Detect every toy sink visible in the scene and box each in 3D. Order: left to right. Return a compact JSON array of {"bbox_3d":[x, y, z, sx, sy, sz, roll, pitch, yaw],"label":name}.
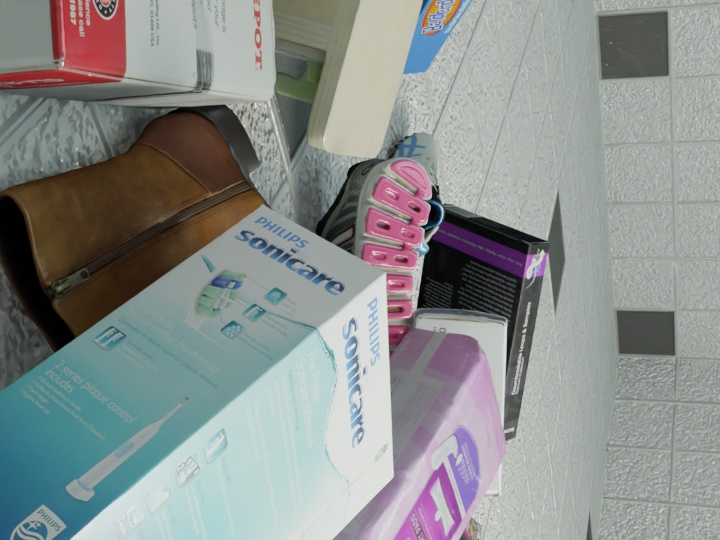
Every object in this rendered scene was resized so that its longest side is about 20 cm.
[{"bbox_3d":[-0.027,-0.188,0.667,0.130,0.110,0.204,-13,120,-72],"label":"toy sink"}]

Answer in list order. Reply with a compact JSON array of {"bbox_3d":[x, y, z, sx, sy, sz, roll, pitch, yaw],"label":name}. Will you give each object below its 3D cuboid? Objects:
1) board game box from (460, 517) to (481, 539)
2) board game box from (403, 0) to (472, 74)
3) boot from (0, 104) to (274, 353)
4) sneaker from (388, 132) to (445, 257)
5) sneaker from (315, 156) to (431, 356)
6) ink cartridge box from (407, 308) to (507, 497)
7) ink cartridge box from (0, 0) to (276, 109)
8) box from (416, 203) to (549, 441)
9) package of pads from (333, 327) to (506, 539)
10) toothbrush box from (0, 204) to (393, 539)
[{"bbox_3d":[0.041,0.316,0.937,0.160,0.095,0.204,50,44,-61],"label":"board game box"},{"bbox_3d":[0.047,-0.269,0.807,0.200,0.044,0.155,131,-52,-66],"label":"board game box"},{"bbox_3d":[-0.083,0.012,0.550,0.191,0.067,0.200,66,25,-14],"label":"boot"},{"bbox_3d":[0.055,-0.070,1.009,0.201,0.071,0.073,-68,150,-50],"label":"sneaker"},{"bbox_3d":[0.000,0.000,0.840,0.087,0.072,0.204,39,-61,61],"label":"sneaker"},{"bbox_3d":[0.065,0.119,0.910,0.200,0.083,0.149,121,-27,-79],"label":"ink cartridge box"},{"bbox_3d":[-0.117,-0.156,0.486,0.200,0.082,0.147,-14,103,-69],"label":"ink cartridge box"},{"bbox_3d":[0.111,0.050,1.025,0.036,0.142,0.204,-3,109,-38],"label":"box"},{"bbox_3d":[0.027,0.149,0.704,0.201,0.075,0.122,-53,137,-33],"label":"package of pads"},{"bbox_3d":[-0.076,0.090,0.466,0.199,0.085,0.148,-39,142,-32],"label":"toothbrush box"}]
